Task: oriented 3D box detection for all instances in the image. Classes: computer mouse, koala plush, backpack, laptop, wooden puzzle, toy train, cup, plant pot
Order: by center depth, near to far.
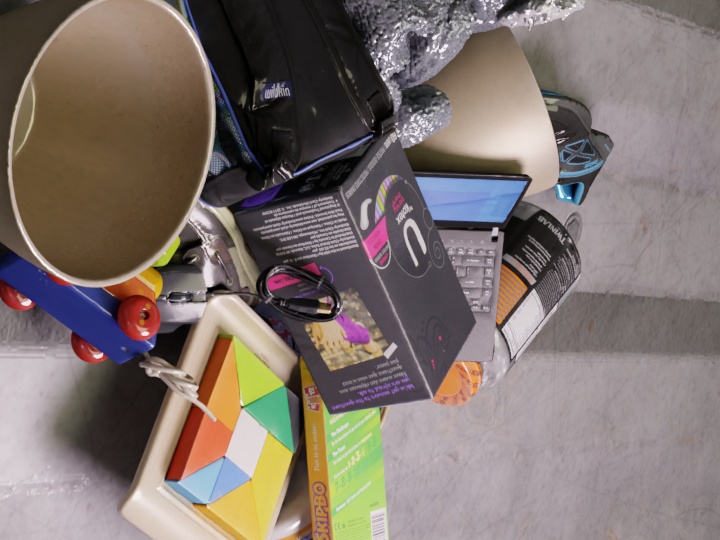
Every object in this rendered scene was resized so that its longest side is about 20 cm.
[{"bbox_3d":[-0.218,-0.102,1.305,0.200,0.143,0.201,-26,123,-48],"label":"cup"},{"bbox_3d":[-0.167,0.014,1.427,0.200,0.085,0.116,39,53,-23],"label":"toy train"},{"bbox_3d":[-0.097,-0.160,1.438,0.183,0.147,0.201,-29,97,-49],"label":"backpack"},{"bbox_3d":[-0.113,0.022,1.477,0.034,0.199,0.059,-94,-176,-82],"label":"computer mouse"},{"bbox_3d":[-0.102,0.143,1.541,0.185,0.037,0.201,48,58,-47],"label":"wooden puzzle"},{"bbox_3d":[0.073,-0.232,1.553,0.199,0.178,0.184,-23,157,-5],"label":"koala plush"},{"bbox_3d":[0.050,-0.002,1.683,0.103,0.176,0.201,-117,-150,-73],"label":"laptop"},{"bbox_3d":[0.073,-0.140,1.698,0.134,0.200,0.201,-24,129,-7],"label":"plant pot"}]

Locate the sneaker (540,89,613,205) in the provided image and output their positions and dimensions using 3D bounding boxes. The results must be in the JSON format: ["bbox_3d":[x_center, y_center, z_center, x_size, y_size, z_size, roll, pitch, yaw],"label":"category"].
[{"bbox_3d":[0.204,-0.130,1.960,0.200,0.073,0.082,31,78,-54],"label":"sneaker"}]

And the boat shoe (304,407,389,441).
[{"bbox_3d":[-0.016,0.150,1.722,0.074,0.066,0.201,-8,124,-36],"label":"boat shoe"}]

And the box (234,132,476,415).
[{"bbox_3d":[0.000,0.000,1.550,0.201,0.106,0.122,66,32,-22],"label":"box"}]

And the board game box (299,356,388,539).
[{"bbox_3d":[-0.013,0.151,1.624,0.095,0.030,0.201,-4,92,-60],"label":"board game box"}]

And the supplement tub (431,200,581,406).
[{"bbox_3d":[0.121,0.033,1.858,0.200,0.122,0.123,-47,137,-34],"label":"supplement tub"}]

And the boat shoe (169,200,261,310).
[{"bbox_3d":[-0.133,-0.011,1.525,0.066,0.071,0.201,-67,150,-21],"label":"boat shoe"}]

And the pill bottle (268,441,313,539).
[{"bbox_3d":[-0.052,0.256,1.702,0.112,0.112,0.200,-51,138,-31],"label":"pill bottle"}]

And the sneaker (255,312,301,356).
[{"bbox_3d":[-0.093,0.141,1.641,0.108,0.067,0.202,21,82,-53],"label":"sneaker"}]
